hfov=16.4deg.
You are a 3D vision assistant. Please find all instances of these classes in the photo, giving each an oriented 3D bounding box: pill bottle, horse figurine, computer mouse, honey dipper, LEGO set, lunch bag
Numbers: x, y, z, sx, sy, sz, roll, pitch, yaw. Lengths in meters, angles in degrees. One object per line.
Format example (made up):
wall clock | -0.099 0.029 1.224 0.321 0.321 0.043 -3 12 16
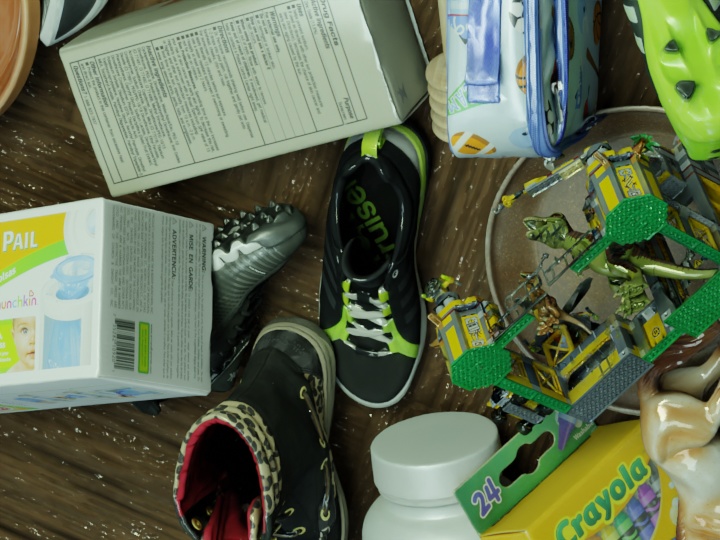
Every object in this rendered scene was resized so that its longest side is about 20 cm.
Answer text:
pill bottle | 0.061 0.198 1.597 0.112 0.112 0.201 -3 111 18
horse figurine | 0.222 0.109 1.511 0.132 0.050 0.201 -23 108 18
computer mouse | -0.159 -0.225 1.518 0.044 0.110 0.201 7 129 -16
honey dipper | 0.052 -0.161 1.458 0.038 0.038 0.201 6 134 14
LEGO set | 0.128 -0.012 1.441 0.153 0.116 0.200 16 128 -31
lunch bag | 0.092 -0.156 1.407 0.075 0.160 0.201 0 98 16

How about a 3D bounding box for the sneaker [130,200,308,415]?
sneaker | -0.095 0.030 1.607 0.200 0.067 0.091 -33 102 29

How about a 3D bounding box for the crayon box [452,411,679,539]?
crayon box | 0.157 0.185 1.551 0.051 0.126 0.201 -15 109 54

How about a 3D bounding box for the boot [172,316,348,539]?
boot | -0.061 0.145 1.550 0.073 0.151 0.201 8 110 15

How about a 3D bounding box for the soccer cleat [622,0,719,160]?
soccer cleat | 0.174 -0.156 1.416 0.067 0.081 0.201 -10 66 -1

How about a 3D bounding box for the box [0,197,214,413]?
box | -0.199 0.026 1.563 0.199 0.101 0.113 -8 77 38

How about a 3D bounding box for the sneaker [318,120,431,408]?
sneaker | 0.000 0.000 1.553 0.071 0.083 0.201 7 113 15

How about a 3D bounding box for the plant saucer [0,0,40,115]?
plant saucer | -0.283 -0.180 1.577 0.199 0.032 0.202 12 114 27

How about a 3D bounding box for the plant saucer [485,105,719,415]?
plant saucer | 0.176 -0.009 1.522 0.199 0.037 0.202 6 112 14

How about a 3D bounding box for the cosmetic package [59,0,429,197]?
cosmetic package | -0.068 -0.123 1.522 0.199 0.087 0.104 -12 106 22
